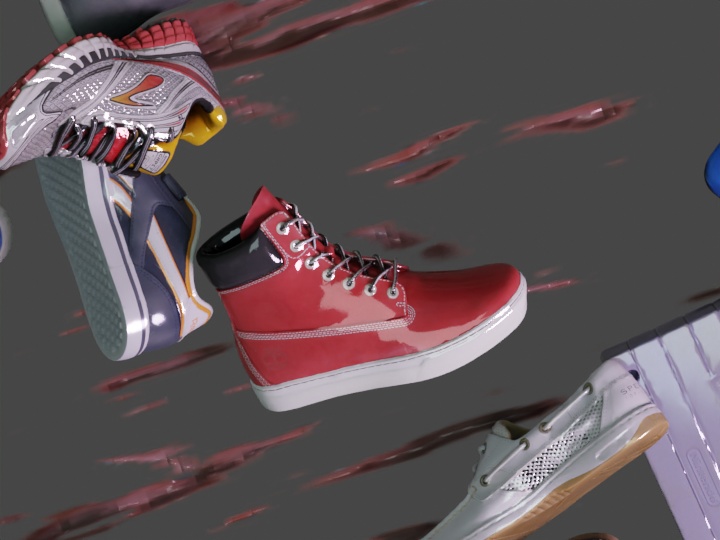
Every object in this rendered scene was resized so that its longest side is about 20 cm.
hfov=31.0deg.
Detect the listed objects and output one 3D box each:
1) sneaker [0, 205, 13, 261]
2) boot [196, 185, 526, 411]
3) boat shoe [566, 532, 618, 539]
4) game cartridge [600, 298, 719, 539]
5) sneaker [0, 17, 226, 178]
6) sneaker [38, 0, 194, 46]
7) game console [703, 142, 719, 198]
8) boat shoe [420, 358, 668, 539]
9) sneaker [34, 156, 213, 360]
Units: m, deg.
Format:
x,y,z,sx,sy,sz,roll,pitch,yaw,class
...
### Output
x,y,z,sx,sy,sz,roll,pitch,yaw,class
-0.341,0.006,0.871,0.198,0.111,0.078,-17,97,9,sneaker
0.000,0.000,0.837,0.198,0.073,0.146,-17,115,10,boot
0.098,0.247,0.884,0.199,0.070,0.071,-38,94,11,boat shoe
0.258,0.120,0.867,0.128,0.038,0.202,-25,95,5,game cartridge
-0.149,-0.097,0.791,0.078,0.199,0.083,-34,88,38,sneaker
-0.179,-0.252,0.842,0.105,0.075,0.202,-21,105,4,sneaker
0.356,-0.081,0.833,0.170,0.118,0.201,29,103,-31,game console
0.110,0.132,0.870,0.199,0.071,0.070,-39,68,19,boat shoe
-0.160,-0.043,0.867,0.079,0.078,0.202,-13,81,-36,sneaker
